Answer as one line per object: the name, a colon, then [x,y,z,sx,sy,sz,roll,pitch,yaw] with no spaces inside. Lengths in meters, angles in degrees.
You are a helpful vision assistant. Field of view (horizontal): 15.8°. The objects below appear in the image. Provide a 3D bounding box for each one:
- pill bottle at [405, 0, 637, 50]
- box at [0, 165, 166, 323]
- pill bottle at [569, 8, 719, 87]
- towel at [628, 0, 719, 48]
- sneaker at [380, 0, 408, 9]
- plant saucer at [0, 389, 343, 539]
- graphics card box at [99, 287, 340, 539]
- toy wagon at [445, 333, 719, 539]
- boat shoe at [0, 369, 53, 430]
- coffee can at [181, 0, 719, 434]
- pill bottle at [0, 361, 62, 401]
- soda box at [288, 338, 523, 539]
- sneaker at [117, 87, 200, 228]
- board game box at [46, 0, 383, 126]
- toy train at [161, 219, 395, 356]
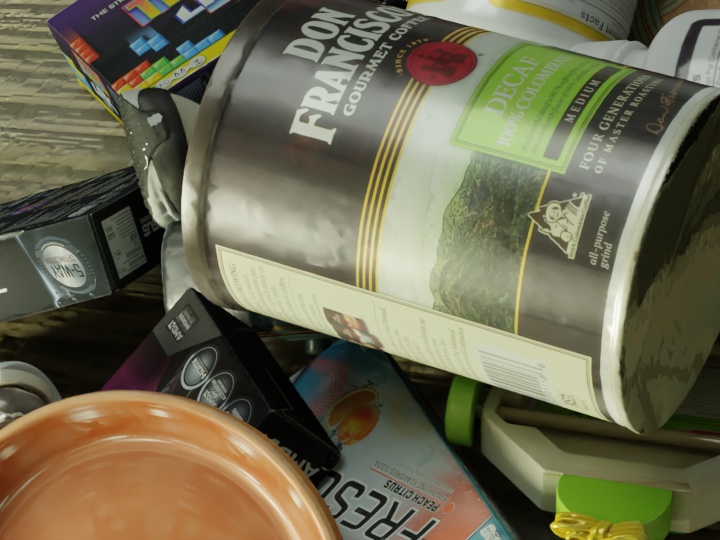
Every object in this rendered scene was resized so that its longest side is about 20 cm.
pill bottle: [0.085,-0.146,1.306,0.112,0.112,0.200,8,77,41]
box: [-0.173,-0.012,1.382,0.160,0.044,0.200,-15,8,17]
pill bottle: [0.195,-0.066,1.198,0.200,0.111,0.111,2,43,28]
towel: [0.194,-0.146,1.291,0.200,0.022,0.147,-39,49,29]
sneaker: [0.021,-0.080,1.378,0.072,0.083,0.200,-17,35,16]
plant saucer: [-0.096,0.151,1.097,0.200,0.200,0.032,-19,-7,13]
graphics card box: [-0.107,0.117,1.178,0.200,0.051,0.125,-48,33,7]
toy wagon: [0.116,0.065,1.109,0.155,0.040,0.200,7,35,12]
boat shoe: [-0.206,0.124,1.188,0.200,0.072,0.060,-43,38,25]
coffee can: [0.047,-0.029,1.084,0.200,0.146,0.146,16,51,23]
pill bottle: [-0.250,0.101,1.305,0.200,0.110,0.110,-9,38,26]
soda box: [0.025,0.107,1.136,0.064,0.068,0.200,-38,34,1]
sneaker: [-0.064,-0.057,1.327,0.080,0.200,0.074,-16,77,12]
board game box: [-0.073,-0.159,1.574,0.200,0.057,0.165,-34,35,-10]
toy train: [0.000,0.000,1.251,0.200,0.085,0.114,-4,-2,34]
